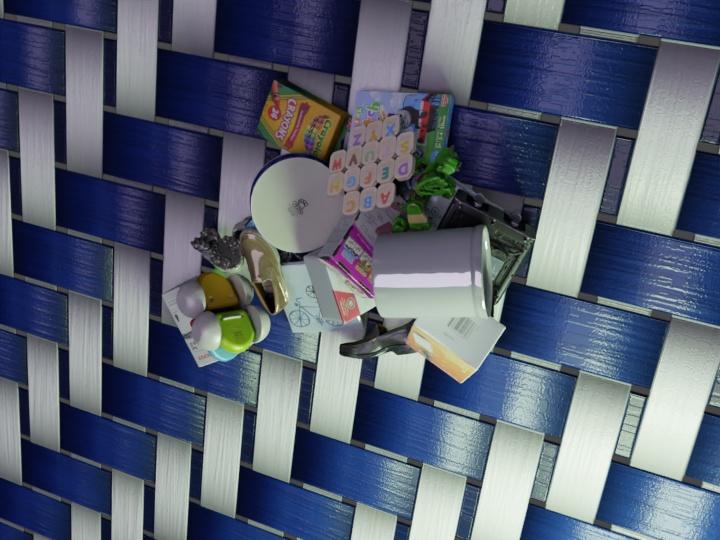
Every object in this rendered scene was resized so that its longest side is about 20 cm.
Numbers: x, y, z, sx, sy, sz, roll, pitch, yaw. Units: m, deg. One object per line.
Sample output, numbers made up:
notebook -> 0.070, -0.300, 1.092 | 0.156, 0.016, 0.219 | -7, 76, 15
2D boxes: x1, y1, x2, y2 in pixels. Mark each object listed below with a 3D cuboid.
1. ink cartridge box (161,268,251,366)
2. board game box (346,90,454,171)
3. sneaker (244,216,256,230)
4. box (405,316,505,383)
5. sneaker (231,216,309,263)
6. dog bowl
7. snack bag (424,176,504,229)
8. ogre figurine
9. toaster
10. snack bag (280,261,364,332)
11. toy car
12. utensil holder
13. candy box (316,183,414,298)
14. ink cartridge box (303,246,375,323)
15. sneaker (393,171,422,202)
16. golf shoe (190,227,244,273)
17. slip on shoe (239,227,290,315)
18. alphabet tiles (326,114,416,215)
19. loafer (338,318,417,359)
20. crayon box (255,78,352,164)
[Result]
ink cartridge box -> -0.357, 0.112, 1.922 | 0.145, 0.084, 0.201 | -21, 99, 37
board game box -> 0.077, -0.279, 1.622 | 0.199, 0.037, 0.152 | 6, 83, 21
sneaker -> -0.147, -0.117, 1.761 | 0.199, 0.079, 0.096 | -32, 98, 8
box -> 0.187, 0.131, 1.646 | 0.152, 0.200, 0.107 | 35, 76, 8
sneaker -> -0.203, -0.044, 1.819 | 0.199, 0.088, 0.074 | 29, 114, 9
dog bowl -> -0.129, -0.140, 1.676 | 0.199, 0.079, 0.201 | -2, 105, -7
snack bag -> 0.172, -0.098, 1.686 | 0.200, 0.021, 0.189 | 33, 116, 9
ogre figurine -> 0.130, -0.159, 1.525 | 0.098, 0.120, 0.201 | 17, 132, 7
toaster -> 0.230, -0.040, 1.610 | 0.180, 0.119, 0.201 | 27, 115, 3
snack bag -> -0.102, 0.055, 1.810 | 0.188, 0.021, 0.201 | -4, 123, 25
toy car -> -0.311, 0.110, 1.774 | 0.200, 0.174, 0.150 | 58, 133, 25
utensil holder -> 0.134, 0.005, 1.492 | 0.199, 0.170, 0.171 | -2, 107, 14
candy box -> 0.020, -0.065, 1.601 | 0.136, 0.200, 0.061 | 44, 158, -30
ink cartridge box -> 0.000, 0.000, 1.680 | 0.083, 0.200, 0.146 | 5, 117, 54
sneaker -> 0.057, -0.206, 1.673 | 0.199, 0.073, 0.082 | 30, 93, 20
golf shoe -> -0.301, -0.030, 1.833 | 0.078, 0.200, 0.097 | -44, 128, -10
slip on shoe -> -0.211, 0.005, 1.752 | 0.076, 0.061, 0.201 | -3, 122, 25
alphabet tiles -> 0.019, -0.204, 1.565 | 0.199, 0.015, 0.197 | -10, 64, 34
loafer -> 0.044, 0.151, 1.797 | 0.199, 0.073, 0.073 | -9, 96, 15
crayon box -> -0.112, -0.304, 1.715 | 0.199, 0.051, 0.127 | 29, 115, 10
